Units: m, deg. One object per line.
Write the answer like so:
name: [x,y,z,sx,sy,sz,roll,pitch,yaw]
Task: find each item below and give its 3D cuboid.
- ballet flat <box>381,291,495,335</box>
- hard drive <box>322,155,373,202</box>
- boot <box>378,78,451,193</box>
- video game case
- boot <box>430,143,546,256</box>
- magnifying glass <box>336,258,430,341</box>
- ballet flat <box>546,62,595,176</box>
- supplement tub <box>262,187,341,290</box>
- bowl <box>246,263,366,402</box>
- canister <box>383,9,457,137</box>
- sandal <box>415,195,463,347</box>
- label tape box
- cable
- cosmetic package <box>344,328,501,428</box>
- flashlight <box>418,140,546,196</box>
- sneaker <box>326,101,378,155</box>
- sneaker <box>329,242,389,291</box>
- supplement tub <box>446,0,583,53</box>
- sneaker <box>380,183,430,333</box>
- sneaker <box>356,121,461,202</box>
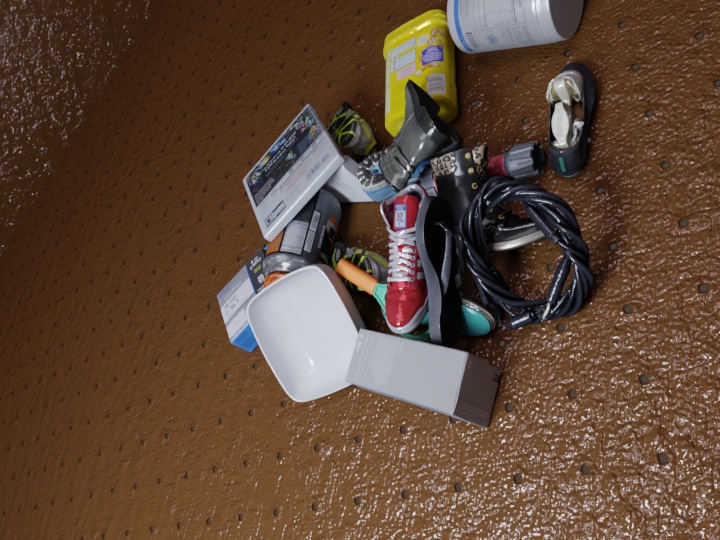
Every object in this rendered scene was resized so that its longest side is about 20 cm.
ballet flat: [0.119,0.052,0.892,0.195,0.069,0.064,1,37,40]
hard drive: [-0.060,-0.168,1.122,0.196,0.131,0.027,6,71,43]
boot: [0.070,-0.218,0.957,0.131,0.067,0.203,-47,28,27]
video game case: [-0.127,-0.181,1.080,0.200,0.023,0.184,-45,46,16]
boot: [0.185,-0.105,0.866,0.196,0.072,0.156,-7,94,47]
magnifying glass: [0.040,0.037,0.890,0.197,0.022,0.082,32,109,32]
ballet flat: [0.306,-0.239,0.874,0.071,0.072,0.207,-7,63,39]
supplement tub: [-0.110,-0.044,1.096,0.120,0.122,0.206,-10,56,38]
bowl: [-0.076,0.097,0.983,0.196,0.074,0.204,-27,94,31]
canister: [0.111,-0.361,1.108,0.145,0.086,0.207,-16,59,33]
sandal: [0.118,0.000,0.797,0.042,0.075,0.208,1,105,42]
label tape box: [-0.221,0.038,1.206,0.144,0.063,0.202,-44,46,14]
cable: [0.213,-0.026,0.776,0.160,0.050,0.206,-15,96,40]
cosmetic package: [0.086,0.148,0.835,0.196,0.106,0.093,10,77,46]
flashlight: [0.187,-0.154,0.936,0.196,0.067,0.070,-8,61,40]
sneaker: [-0.018,-0.275,1.185,0.076,0.075,0.202,-50,27,19]
sneaker: [0.000,0.000,1.027,0.199,0.074,0.078,-148,68,-64]
supplement tub: [0.254,-0.441,0.989,0.196,0.131,0.136,11,74,44]
sneaker: [0.062,-0.025,0.818,0.069,0.113,0.205,-1,54,26]
sneaker: [0.086,-0.189,1.039,0.196,0.090,0.080,-29,60,0]
